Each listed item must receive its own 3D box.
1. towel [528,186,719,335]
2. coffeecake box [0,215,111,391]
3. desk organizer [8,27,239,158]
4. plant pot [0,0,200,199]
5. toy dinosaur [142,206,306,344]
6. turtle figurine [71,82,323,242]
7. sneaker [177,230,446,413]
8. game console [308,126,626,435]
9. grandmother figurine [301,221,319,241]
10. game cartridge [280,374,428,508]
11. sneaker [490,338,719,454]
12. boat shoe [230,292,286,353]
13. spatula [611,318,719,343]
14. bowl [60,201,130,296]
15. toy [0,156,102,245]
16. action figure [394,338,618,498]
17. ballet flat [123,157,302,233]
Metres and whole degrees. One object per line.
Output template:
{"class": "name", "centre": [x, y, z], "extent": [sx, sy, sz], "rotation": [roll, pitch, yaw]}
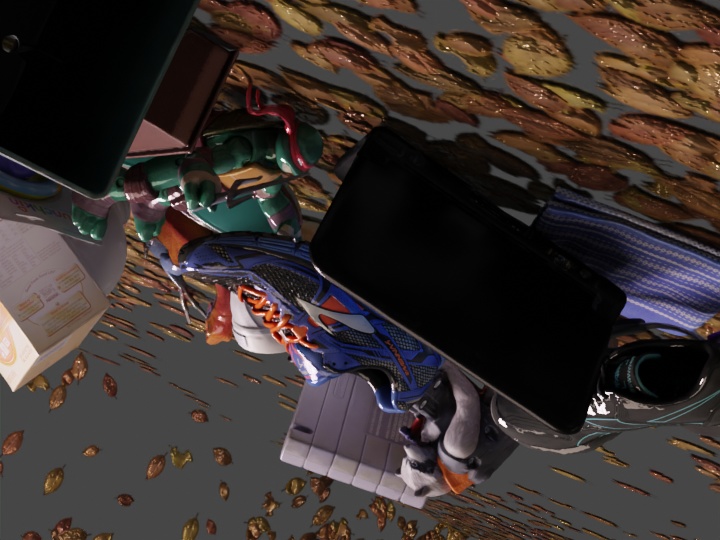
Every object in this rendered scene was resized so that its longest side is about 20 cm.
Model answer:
{"class": "towel", "centre": [0.177, 0.001, 1.129], "extent": [0.144, 0.024, 0.200], "rotation": [21, 169, 2]}
{"class": "coffeecake box", "centre": [-0.295, -0.018, 1.331], "extent": [0.200, 0.073, 0.153], "rotation": [54, 157, 1]}
{"class": "desk organizer", "centre": [-0.166, -0.121, 1.089], "extent": [0.077, 0.072, 0.200], "rotation": [31, 166, -28]}
{"class": "plant pot", "centre": [-0.194, -0.135, 0.912], "extent": [0.141, 0.142, 0.200], "rotation": [27, 175, -23]}
{"class": "toy dinosaur", "centre": [-0.142, -0.017, 1.283], "extent": [0.199, 0.105, 0.182], "rotation": [27, -170, -17]}
{"class": "turtle figurine", "centre": [-0.089, -0.059, 1.140], "extent": [0.199, 0.101, 0.150], "rotation": [-8, 158, 32]}
{"class": "sneaker", "centre": [-0.027, 0.031, 1.072], "extent": [0.199, 0.079, 0.075], "rotation": [25, 168, -20]}
{"class": "game console", "centre": [0.057, 0.011, 1.089], "extent": [0.200, 0.117, 0.176], "rotation": [34, 167, -7]}
{"class": "grandmother figurine", "centre": [0.014, 0.005, 1.376], "extent": [0.199, 0.061, 0.121], "rotation": [22, 156, 14]}
{"class": "game cartridge", "centre": [0.011, 0.120, 1.434], "extent": [0.129, 0.039, 0.200], "rotation": [23, -152, -3]}
{"class": "sneaker", "centre": [0.170, 0.073, 1.125], "extent": [0.199, 0.076, 0.079], "rotation": [-11, 154, 31]}
{"class": "boat shoe", "centre": [0.000, 0.000, 1.219], "extent": [0.199, 0.069, 0.072], "rotation": [-13, -154, -10]}
{"class": "spatula", "centre": [0.207, 0.043, 1.154], "extent": [0.199, 0.021, 0.056], "rotation": [-1, 165, 33]}
{"class": "bowl", "centre": [-0.255, -0.056, 1.406], "extent": [0.201, 0.090, 0.202], "rotation": [40, 152, 26]}
{"class": "toy", "centre": [-0.255, -0.103, 1.209], "extent": [0.115, 0.047, 0.200], "rotation": [15, -155, -40]}
{"class": "action figure", "centre": [0.096, 0.099, 1.300], "extent": [0.105, 0.194, 0.200], "rotation": [49, -168, 30]}
{"class": "ballet flat", "centre": [-0.129, -0.078, 1.257], "extent": [0.199, 0.069, 0.071], "rotation": [25, -173, 4]}
